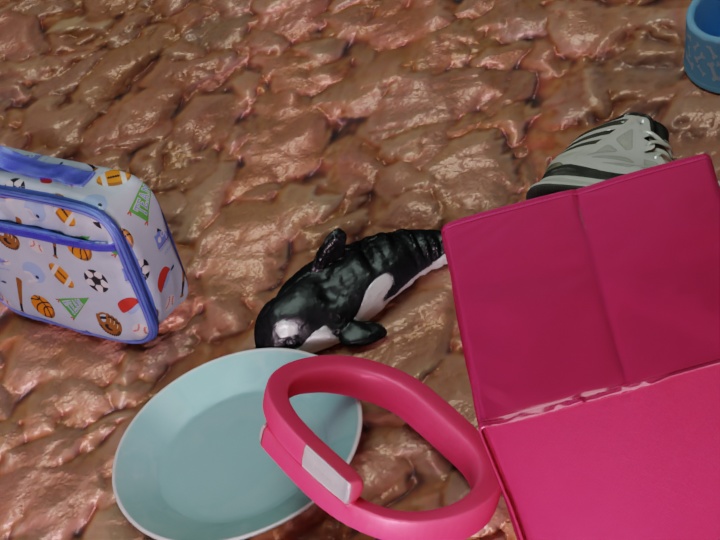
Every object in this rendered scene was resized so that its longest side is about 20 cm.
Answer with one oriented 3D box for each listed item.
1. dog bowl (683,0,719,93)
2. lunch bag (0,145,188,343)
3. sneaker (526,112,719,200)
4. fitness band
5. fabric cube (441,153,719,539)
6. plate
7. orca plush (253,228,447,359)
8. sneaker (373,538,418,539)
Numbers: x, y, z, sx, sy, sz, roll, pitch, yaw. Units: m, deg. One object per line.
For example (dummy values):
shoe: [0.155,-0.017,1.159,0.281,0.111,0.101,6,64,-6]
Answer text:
dog bowl: [0.364,-0.211,1.847,0.198,0.050,0.112,-11,40,11]
lunch bag: [-0.245,-0.026,1.816,0.199,0.161,0.076,11,48,32]
sneaker: [0.237,-0.080,1.732,0.199,0.076,0.116,8,49,34]
fitness band: [0.014,0.126,1.579,0.143,0.038,0.200,-8,35,-36]
fabric cube: [0.177,0.077,1.487,0.199,0.197,0.200,-15,41,6]
plate: [-0.091,0.137,1.670,0.199,0.026,0.201,-12,40,10]
orca plush: [0.000,0.000,1.749,0.199,0.071,0.106,-19,39,2]
sneaker: [-0.035,0.234,1.484,0.200,0.089,0.080,-35,39,-20]
